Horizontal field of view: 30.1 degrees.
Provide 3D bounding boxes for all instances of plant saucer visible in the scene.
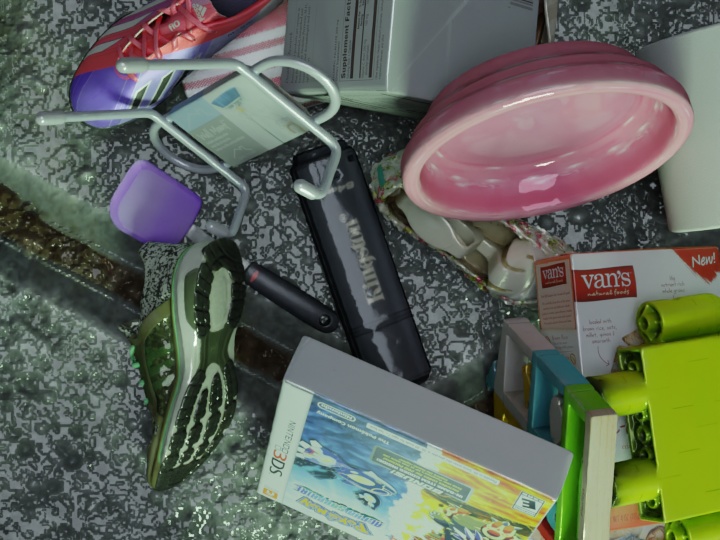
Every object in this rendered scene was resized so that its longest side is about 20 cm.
[{"bbox_3d":[0.123,-0.096,0.914,0.200,0.201,0.051,-8,69,-5],"label":"plant saucer"}]

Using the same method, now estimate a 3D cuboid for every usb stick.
[{"bbox_3d":[0.000,0.000,1.032,0.055,0.033,0.201,-19,92,-3],"label":"usb stick"}]

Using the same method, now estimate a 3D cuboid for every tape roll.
[{"bbox_3d":[0.311,-0.114,0.972,0.202,0.203,0.140,-11,93,-4],"label":"tape roll"}]

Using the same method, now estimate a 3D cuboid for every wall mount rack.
[{"bbox_3d":[-0.115,-0.099,0.929,0.174,0.200,0.075,36,57,-27],"label":"wall mount rack"}]

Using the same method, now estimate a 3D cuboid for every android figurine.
[{"bbox_3d":[0.248,0.107,0.955,0.199,0.041,0.183,-8,88,-26],"label":"android figurine"}]

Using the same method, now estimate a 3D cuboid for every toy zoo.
[{"bbox_3d":[0.132,0.120,0.968,0.020,0.200,0.132,-5,110,-13],"label":"toy zoo"}]

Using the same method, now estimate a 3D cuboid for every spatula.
[{"bbox_3d":[-0.101,-0.009,1.029,0.200,0.021,0.057,34,94,-6],"label":"spatula"}]

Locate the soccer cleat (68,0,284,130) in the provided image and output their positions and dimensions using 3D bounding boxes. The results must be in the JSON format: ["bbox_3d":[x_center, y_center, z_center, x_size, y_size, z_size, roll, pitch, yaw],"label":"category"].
[{"bbox_3d":[-0.131,-0.176,0.972,0.200,0.073,0.068,-36,97,-3],"label":"soccer cleat"}]

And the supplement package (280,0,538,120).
[{"bbox_3d":[0.041,-0.215,0.959,0.155,0.111,0.201,4,92,-45],"label":"supplement package"}]

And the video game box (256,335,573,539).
[{"bbox_3d":[0.029,0.145,0.955,0.199,0.182,0.047,23,58,5],"label":"video game box"}]

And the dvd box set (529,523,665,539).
[{"bbox_3d":[0.206,0.209,1.055,0.199,0.029,0.147,-27,93,-3],"label":"dvd box set"}]

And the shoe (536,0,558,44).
[{"bbox_3d":[0.111,-0.152,1.027,0.070,0.053,0.201,10,92,-4],"label":"shoe"}]

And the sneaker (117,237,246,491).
[{"bbox_3d":[-0.144,0.066,1.016,0.088,0.077,0.201,15,100,31],"label":"sneaker"}]

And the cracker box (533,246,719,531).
[{"bbox_3d":[0.207,0.085,0.993,0.133,0.058,0.201,-4,85,-24],"label":"cracker box"}]

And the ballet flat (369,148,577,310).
[{"bbox_3d":[0.089,-0.018,1.019,0.200,0.064,0.076,30,117,-5],"label":"ballet flat"}]

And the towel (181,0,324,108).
[{"bbox_3d":[-0.083,-0.215,1.026,0.146,0.030,0.201,-16,95,-4],"label":"towel"}]
